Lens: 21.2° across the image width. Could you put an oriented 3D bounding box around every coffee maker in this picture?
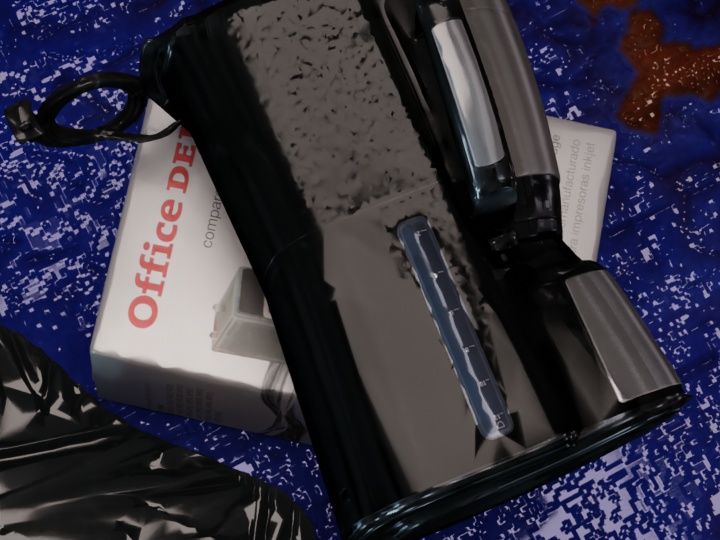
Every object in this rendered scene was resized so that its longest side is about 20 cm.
[{"bbox_3d":[0.000,0.000,0.721,0.191,0.135,0.201,-24,77,14],"label":"coffee maker"}]

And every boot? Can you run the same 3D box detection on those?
[{"bbox_3d":[-0.120,0.094,0.731,0.199,0.168,0.077,26,67,-6],"label":"boot"}]

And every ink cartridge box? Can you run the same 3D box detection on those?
[{"bbox_3d":[-0.005,-0.003,0.817,0.198,0.083,0.148,12,75,-2],"label":"ink cartridge box"}]
